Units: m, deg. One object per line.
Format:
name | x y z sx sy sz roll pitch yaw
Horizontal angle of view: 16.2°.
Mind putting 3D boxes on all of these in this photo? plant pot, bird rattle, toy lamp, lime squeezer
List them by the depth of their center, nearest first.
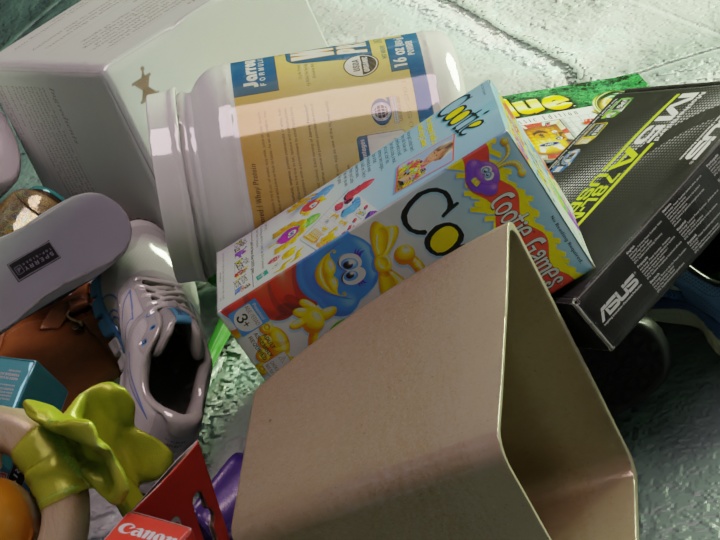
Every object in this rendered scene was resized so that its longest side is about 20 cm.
plant pot | 0.040 0.129 1.416 0.176 0.201 0.200 -19 33 18
bird rattle | -0.220 0.124 1.472 0.199 0.113 0.164 9 83 16
toy lamp | -0.019 0.103 1.565 0.200 0.058 0.058 -36 38 -15
lime squeezer | -0.102 0.016 1.763 0.071 0.038 0.200 -45 32 15

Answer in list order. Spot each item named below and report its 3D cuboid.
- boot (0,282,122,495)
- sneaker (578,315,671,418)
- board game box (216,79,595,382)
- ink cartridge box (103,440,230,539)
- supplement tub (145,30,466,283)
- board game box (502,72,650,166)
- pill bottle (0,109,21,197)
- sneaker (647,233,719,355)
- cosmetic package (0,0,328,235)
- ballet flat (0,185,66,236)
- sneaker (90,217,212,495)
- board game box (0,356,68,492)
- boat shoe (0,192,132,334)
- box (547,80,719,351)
boot | -0.184 0.065 1.687 0.154 0.074 0.200 -22 37 -16
sneaker | 0.101 0.082 1.570 0.199 0.072 0.083 -21 12 -9
board game box | 0.024 -0.006 1.509 0.199 0.103 0.105 -32 19 9
ink cartridge box | -0.118 0.202 1.432 0.050 0.109 0.200 11 42 32
supplement tub | -0.029 -0.068 1.616 0.199 0.145 0.145 -9 34 -1
board game box | 0.125 -0.094 1.789 0.199 0.024 0.105 -11 31 -15
pill bottle | -0.348 -0.051 1.818 0.200 0.113 0.113 -36 27 25
sneaker | 0.209 -0.012 1.616 0.078 0.090 0.200 -34 36 -25
cosmetic package | -0.129 -0.112 1.787 0.167 0.167 0.200 -34 22 -24
ballet flat | -0.252 -0.004 1.752 0.071 0.071 0.200 -37 2 -27
sneaker | -0.124 0.040 1.632 0.074 0.087 0.201 5 52 -23
board game box | -0.285 0.146 1.570 0.150 0.047 0.201 6 65 29
boat shoe | -0.233 0.011 1.611 0.199 0.069 0.057 -25 -8 -33
box | 0.160 -0.037 1.573 0.200 0.048 0.193 -46 16 -15
